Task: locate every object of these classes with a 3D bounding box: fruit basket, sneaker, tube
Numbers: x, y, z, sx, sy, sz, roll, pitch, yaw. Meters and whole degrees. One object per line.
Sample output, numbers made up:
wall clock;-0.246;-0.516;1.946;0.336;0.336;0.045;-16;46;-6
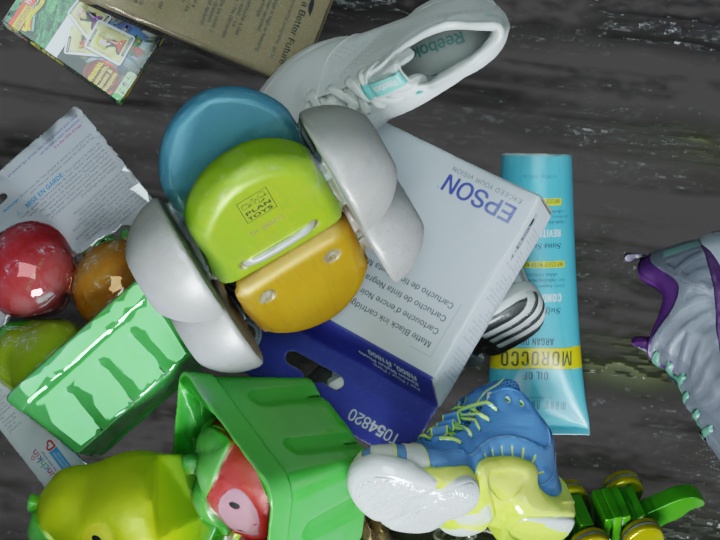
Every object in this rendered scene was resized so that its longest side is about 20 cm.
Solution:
fruit basket;-0.110;0.174;1.389;0.215;0.216;0.156;-38;47;-3
fruit basket;-0.204;0.020;1.461;0.185;0.094;0.200;-42;73;3
sneaker;0.062;0.119;1.386;0.075;0.199;0.106;-23;60;35
sneaker;0.241;0.077;1.492;0.087;0.074;0.202;-10;79;11
sneaker;0.027;0.028;1.486;0.199;0.075;0.116;-26;62;11
tube;0.125;0.017;1.496;0.077;0.050;0.202;0;93;5
sneaker;0.009;-0.127;1.408;0.199;0.089;0.076;-31;104;3

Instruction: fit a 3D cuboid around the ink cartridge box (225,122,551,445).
ink cartridge box;0.000;0.000;1.442;0.198;0.041;0.201;26;82;27

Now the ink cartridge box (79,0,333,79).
ink cartridge box;-0.086;-0.250;1.458;0.163;0.075;0.202;22;90;-17

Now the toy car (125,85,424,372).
toy car;-0.066;-0.044;1.347;0.174;0.200;0.151;-30;63;0

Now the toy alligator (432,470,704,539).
toy alligator;0.145;0.187;1.479;0.198;0.060;0.055;-9;131;-11

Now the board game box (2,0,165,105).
board game box;-0.159;-0.231;1.504;0.104;0.023;0.201;33;86;1

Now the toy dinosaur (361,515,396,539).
toy dinosaur;0.063;0.233;1.438;0.100;0.200;0.059;7;119;-42
